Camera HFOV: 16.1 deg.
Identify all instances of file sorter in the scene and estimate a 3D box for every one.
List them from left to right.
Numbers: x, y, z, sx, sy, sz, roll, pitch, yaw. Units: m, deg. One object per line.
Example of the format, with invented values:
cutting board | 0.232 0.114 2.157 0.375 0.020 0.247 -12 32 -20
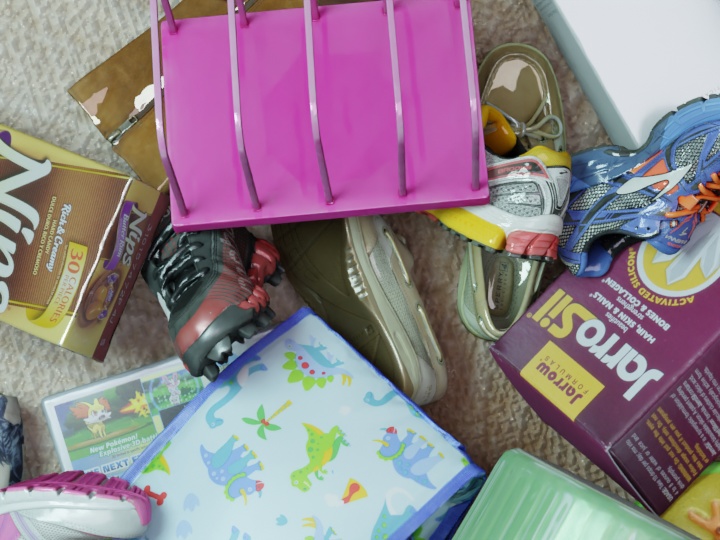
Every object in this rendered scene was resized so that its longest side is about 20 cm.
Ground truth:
file sorter | -0.026 -0.118 1.547 0.198 0.126 0.140 -5 71 1

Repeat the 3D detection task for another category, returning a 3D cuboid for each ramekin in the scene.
ramekin | 0.148 0.189 1.555 0.199 0.200 0.098 27 89 -3

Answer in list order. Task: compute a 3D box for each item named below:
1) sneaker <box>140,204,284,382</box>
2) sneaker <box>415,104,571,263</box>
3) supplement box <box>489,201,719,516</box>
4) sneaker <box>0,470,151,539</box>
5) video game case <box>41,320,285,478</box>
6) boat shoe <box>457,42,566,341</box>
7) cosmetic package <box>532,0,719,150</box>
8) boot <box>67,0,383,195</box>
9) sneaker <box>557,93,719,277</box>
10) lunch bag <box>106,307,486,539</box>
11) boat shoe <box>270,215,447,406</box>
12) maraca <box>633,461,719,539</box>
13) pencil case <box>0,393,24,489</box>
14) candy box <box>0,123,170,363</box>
sneaker | -0.103 0.005 1.612 0.071 0.201 0.098 -43 101 13
sneaker | 0.064 -0.073 1.651 0.199 0.078 0.083 27 101 39
supplement box | 0.206 0.036 1.659 0.200 0.103 0.131 -46 49 -5
sneaker | -0.218 0.178 1.574 0.199 0.081 0.089 -13 89 18
video game case | -0.093 0.143 1.701 0.199 0.022 0.184 -17 90 -4
boat shoe | 0.101 -0.053 1.699 0.073 0.063 0.202 9 88 -4
cosmetic package | 0.179 -0.181 1.698 0.107 0.085 0.201 -31 91 -2
boot | -0.068 -0.122 1.661 0.200 0.069 0.188 -44 74 -6
sneaker | 0.202 -0.051 1.606 0.199 0.075 0.079 -24 65 35
lunch bag | -0.041 0.148 1.610 0.170 0.127 0.200 41 93 22
boat shoe | 0.000 0.000 1.692 0.072 0.065 0.201 -35 73 39
maraca | 0.216 0.208 1.684 0.199 0.107 0.137 -35 98 9
pencil case | -0.264 0.167 1.657 0.089 0.078 0.202 0 88 24
candy box | -0.230 -0.031 1.629 0.199 0.056 0.117 21 87 28
